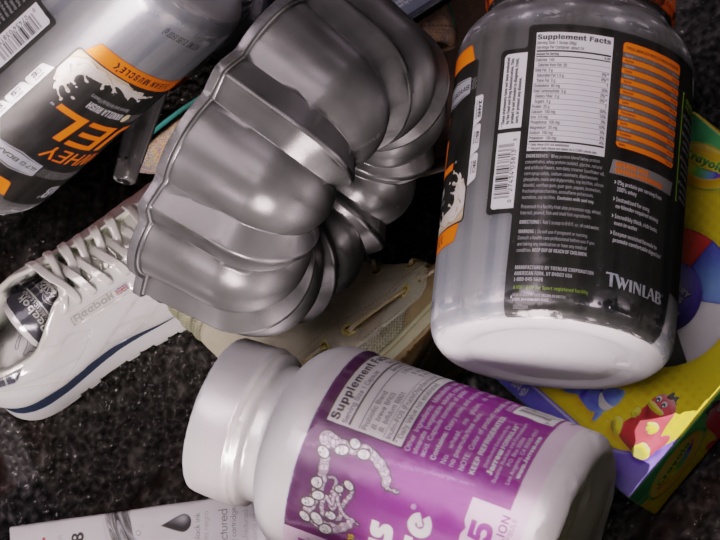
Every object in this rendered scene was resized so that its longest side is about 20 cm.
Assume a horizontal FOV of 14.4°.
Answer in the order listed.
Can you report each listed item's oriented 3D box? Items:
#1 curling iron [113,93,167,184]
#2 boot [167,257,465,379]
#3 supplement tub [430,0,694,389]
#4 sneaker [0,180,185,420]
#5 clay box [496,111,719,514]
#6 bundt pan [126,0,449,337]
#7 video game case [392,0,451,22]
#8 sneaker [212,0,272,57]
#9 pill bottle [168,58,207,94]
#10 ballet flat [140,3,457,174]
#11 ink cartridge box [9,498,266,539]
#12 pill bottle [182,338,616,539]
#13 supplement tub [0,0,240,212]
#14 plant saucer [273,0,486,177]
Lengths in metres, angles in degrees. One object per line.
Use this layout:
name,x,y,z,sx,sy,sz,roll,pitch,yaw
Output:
curling iron,-0.099,-0.141,1.552,0.050,0.026,0.200,-4,62,63
boot,0.000,0.000,1.535,0.200,0.072,0.155,-44,59,8
supplement tub,0.103,-0.051,1.419,0.122,0.123,0.201,-3,69,25
sneaker,-0.144,0.006,1.594,0.200,0.080,0.076,-43,60,6
clay box,0.169,0.011,1.462,0.115,0.048,0.200,41,95,29
bundt pan,-0.025,-0.050,1.418,0.076,0.202,0.202,34,91,16
video game case,0.017,-0.241,1.523,0.143,0.019,0.200,-33,81,-10
sneaker,-0.089,-0.199,1.634,0.066,0.078,0.200,-21,63,1
pill bottle,-0.197,-0.105,1.632,0.200,0.114,0.114,-37,63,11
ballet flat,-0.033,-0.092,1.543,0.200,0.068,0.067,-35,79,15
ink cartridge box,-0.123,0.192,1.534,0.199,0.067,0.116,-10,72,22
pill bottle,0.017,0.103,1.416,0.200,0.112,0.113,18,83,18
supplement tub,-0.170,-0.114,1.492,0.200,0.122,0.123,-40,62,22
plant saucer,0.033,-0.141,1.581,0.200,0.034,0.201,-7,72,22
